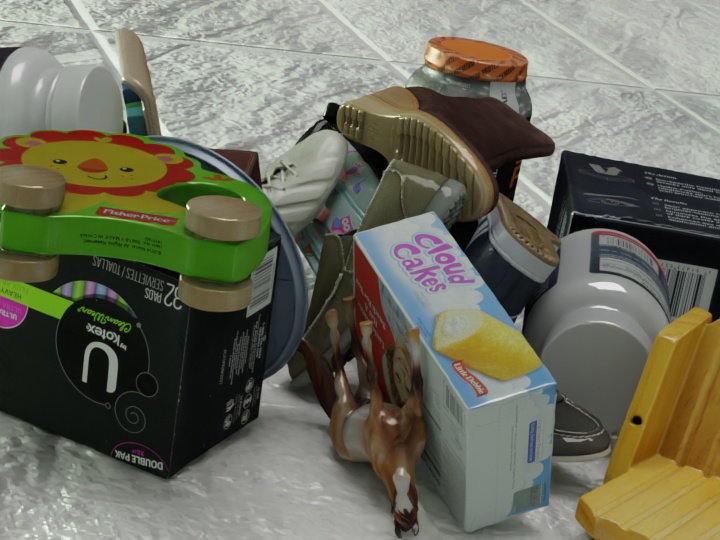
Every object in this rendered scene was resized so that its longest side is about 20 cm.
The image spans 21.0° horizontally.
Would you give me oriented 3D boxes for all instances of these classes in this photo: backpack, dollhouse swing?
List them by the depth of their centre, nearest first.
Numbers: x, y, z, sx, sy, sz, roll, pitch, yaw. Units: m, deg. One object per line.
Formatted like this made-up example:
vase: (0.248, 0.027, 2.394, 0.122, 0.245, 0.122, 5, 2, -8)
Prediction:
dollhouse swing: (0.268, 0.121, 1.323, 0.199, 0.183, 0.176, 21, 1, 26)
backpack: (0.015, -0.031, 1.630, 0.167, 0.127, 0.200, 37, 11, -25)

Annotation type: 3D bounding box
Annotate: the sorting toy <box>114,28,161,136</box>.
sorting toy: (-0.177, -0.090, 1.644, 0.036, 0.201, 0.185, -14, 22, -4)

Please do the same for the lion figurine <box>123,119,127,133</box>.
lion figurine: (-0.227, -0.072, 1.603, 0.072, 0.201, 0.122, 9, -16, -17)

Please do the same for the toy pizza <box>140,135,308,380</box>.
toy pizza: (-0.120, -0.008, 1.406, 0.199, 0.201, 0.032, 19, 35, 23)

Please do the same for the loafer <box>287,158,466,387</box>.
loafer: (0.000, 0.000, 1.461, 0.070, 0.200, 0.075, 39, 12, 10)

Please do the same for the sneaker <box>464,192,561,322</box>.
sneaker: (0.101, 0.006, 1.526, 0.070, 0.109, 0.200, 35, 10, -2)

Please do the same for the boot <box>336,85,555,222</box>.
boot: (0.095, -0.100, 1.554, 0.166, 0.073, 0.200, -5, 28, -34)

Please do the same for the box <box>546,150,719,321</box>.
box: (0.271, -0.014, 1.764, 0.195, 0.118, 0.200, 10, 20, 0)

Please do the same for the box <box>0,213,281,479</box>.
box: (-0.175, 0.027, 1.347, 0.199, 0.149, 0.124, 18, 24, 22)

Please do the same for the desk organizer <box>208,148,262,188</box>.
desk organizer: (-0.177, -0.049, 1.486, 0.199, 0.072, 0.077, 4, 41, 11)

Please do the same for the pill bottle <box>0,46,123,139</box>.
pill bottle: (-0.296, -0.122, 1.550, 0.199, 0.112, 0.111, 2, 16, 18)

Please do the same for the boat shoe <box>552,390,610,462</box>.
boat shoe: (0.093, 0.091, 1.422, 0.199, 0.057, 0.067, 14, 23, 37)

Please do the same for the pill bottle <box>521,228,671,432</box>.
pill bottle: (0.186, 0.050, 1.532, 0.119, 0.120, 0.200, 12, 19, 4)

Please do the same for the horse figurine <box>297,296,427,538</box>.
horse figurine: (0.006, 0.093, 1.341, 0.050, 0.133, 0.200, -10, 12, -20)

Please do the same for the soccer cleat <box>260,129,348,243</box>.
soccer cleat: (-0.090, -0.043, 1.554, 0.078, 0.200, 0.069, 44, -4, -31)

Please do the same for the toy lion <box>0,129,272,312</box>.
toy lion: (-0.153, -0.047, 1.271, 0.199, 0.069, 0.192, 9, 21, 4)

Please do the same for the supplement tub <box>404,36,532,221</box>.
supplement tub: (0.090, -0.108, 1.808, 0.122, 0.201, 0.123, 10, 19, -3)

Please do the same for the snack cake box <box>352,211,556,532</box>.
snack cake box: (0.061, 0.067, 1.339, 0.067, 0.116, 0.200, -16, 42, -16)
